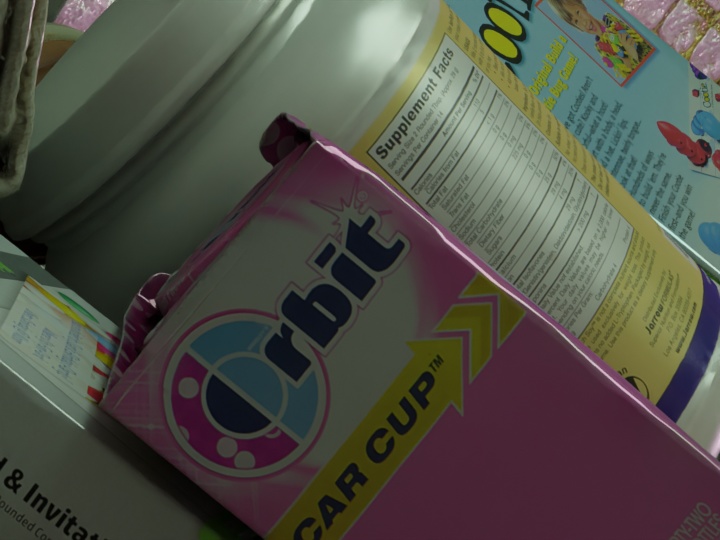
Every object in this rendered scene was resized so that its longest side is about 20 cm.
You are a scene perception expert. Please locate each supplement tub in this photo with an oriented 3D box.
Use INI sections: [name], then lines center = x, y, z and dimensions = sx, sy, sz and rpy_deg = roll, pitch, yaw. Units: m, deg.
[supplement tub]
center = 0.000, 0.000, 0.713
dimensions = 0.200, 0.145, 0.145
rpy_deg = 44, 0, -14

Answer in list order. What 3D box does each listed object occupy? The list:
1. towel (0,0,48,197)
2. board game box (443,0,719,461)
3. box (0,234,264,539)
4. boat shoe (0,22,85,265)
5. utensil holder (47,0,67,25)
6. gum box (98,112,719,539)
[towel]
center = -0.099, -0.094, 0.625
dimensions = 0.034, 0.134, 0.200
rpy_deg = 7, 7, -12
[board game box]
center = 0.082, -0.009, 0.838
dimensions = 0.200, 0.103, 0.105
rpy_deg = 38, 36, -5
[box]
center = -0.061, 0.041, 0.532
dimensions = 0.200, 0.041, 0.156
rpy_deg = 39, 3, 6
[boat shoe]
center = -0.082, -0.038, 0.806
dimensions = 0.072, 0.076, 0.200
rpy_deg = 29, 24, 13
[utensil holder]
center = -0.196, -0.157, 0.824
dimensions = 0.170, 0.170, 0.200
rpy_deg = 35, 5, -44
[gum box]
center = 0.010, 0.026, 0.539
dimensions = 0.113, 0.066, 0.200
rpy_deg = 39, 2, -6
